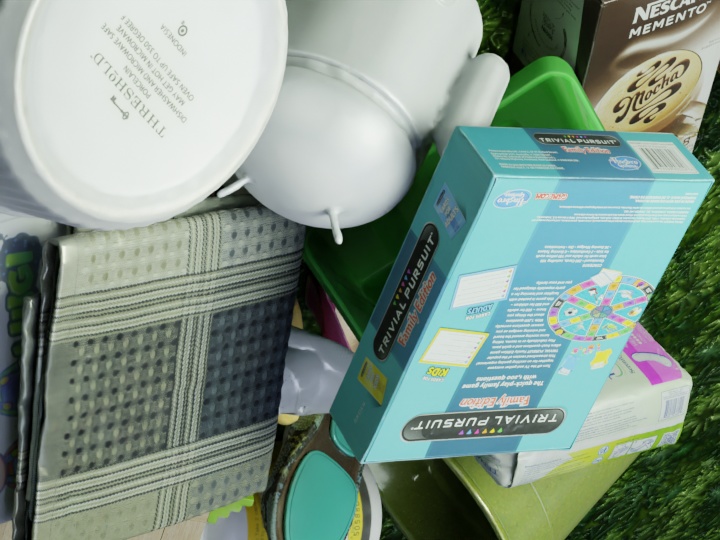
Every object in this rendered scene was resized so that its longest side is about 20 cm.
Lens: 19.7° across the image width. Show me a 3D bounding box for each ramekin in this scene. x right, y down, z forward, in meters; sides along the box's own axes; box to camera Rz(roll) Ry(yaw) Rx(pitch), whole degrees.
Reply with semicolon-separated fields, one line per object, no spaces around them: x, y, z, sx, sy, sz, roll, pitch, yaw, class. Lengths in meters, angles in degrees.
-0.124;-0.112;1.009;0.202;0.094;0.203;-18;119;-36;ramekin

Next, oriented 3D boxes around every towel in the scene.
-0.113;0.054;1.147;0.200;0.034;0.193;-12;117;-49;towel

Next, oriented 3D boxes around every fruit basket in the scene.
0.073;-0.025;1.289;0.215;0.216;0.156;-33;113;0;fruit basket

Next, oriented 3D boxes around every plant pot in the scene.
0.124;0.126;1.572;0.190;0.200;0.200;-36;151;-19;plant pot

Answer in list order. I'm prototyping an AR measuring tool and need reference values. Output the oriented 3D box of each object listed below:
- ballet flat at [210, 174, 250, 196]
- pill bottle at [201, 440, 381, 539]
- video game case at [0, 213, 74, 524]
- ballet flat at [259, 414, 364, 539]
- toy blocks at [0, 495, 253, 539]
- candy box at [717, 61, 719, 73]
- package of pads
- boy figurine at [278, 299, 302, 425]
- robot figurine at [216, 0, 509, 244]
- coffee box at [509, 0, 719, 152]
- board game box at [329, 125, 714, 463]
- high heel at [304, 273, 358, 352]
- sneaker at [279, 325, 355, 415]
-0.068;-0.047;1.247;0.068;0.063;0.200;4;142;7;ballet flat
-0.090;0.181;1.499;0.199;0.111;0.111;0;136;-43;pill bottle
-0.214;0.048;1.076;0.182;0.024;0.201;-18;119;-38;video game case
-0.034;0.139;1.447;0.074;0.074;0.200;108;5;-46;ballet flat
-0.185;0.170;1.352;0.199;0.100;0.137;12;119;-15;toy blocks
0.273;-0.163;1.352;0.056;0.117;0.200;-31;148;-4;candy box
0.109;0.053;1.418;0.154;0.200;0.068;-12;132;-31;package of pads
-0.088;0.050;1.368;0.124;0.065;0.200;-40;149;10;boy figurine
-0.006;-0.106;1.131;0.113;0.169;0.201;75;35;-54;robot figurine
0.163;-0.140;1.318;0.113;0.080;0.200;-20;146;-20;coffee box
0.086;0.015;1.143;0.150;0.047;0.200;0;129;-33;board game box
0.000;0.000;1.347;0.067;0.096;0.200;-17;145;-24;high heel
-0.075;0.072;1.257;0.200;0.089;0.075;21;161;-38;sneaker
